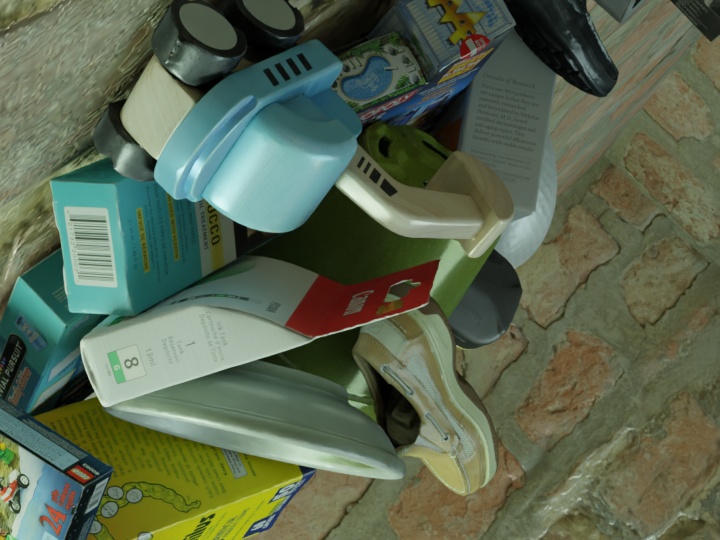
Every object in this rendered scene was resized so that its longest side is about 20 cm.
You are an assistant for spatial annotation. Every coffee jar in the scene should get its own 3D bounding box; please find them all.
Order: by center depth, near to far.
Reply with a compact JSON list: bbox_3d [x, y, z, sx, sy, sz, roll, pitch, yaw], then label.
[{"bbox_3d":[0.044,0.023,1.322,0.199,0.104,0.086,-13,-133,57],"label":"coffee jar"}]

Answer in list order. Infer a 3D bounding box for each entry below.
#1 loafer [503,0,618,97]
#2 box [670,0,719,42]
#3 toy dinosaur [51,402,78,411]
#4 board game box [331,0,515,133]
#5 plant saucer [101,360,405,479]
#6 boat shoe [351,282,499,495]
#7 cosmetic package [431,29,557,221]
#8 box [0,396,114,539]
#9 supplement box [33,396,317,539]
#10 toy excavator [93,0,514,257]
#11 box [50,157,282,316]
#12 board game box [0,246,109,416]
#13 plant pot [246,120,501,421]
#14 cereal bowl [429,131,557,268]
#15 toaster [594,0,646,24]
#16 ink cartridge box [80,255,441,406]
[{"bbox_3d":[0.138,-0.207,1.128,0.070,0.201,0.068,-46,-147,-6],"label":"loafer"},{"bbox_3d":[0.249,-0.297,1.145,0.158,0.200,0.050,-43,179,-6],"label":"box"},{"bbox_3d":[-0.154,0.088,1.180,0.101,0.058,0.200,-46,173,8],"label":"toy dinosaur"},{"bbox_3d":[0.013,-0.139,1.128,0.199,0.062,0.200,-27,171,-36],"label":"board game box"},{"bbox_3d":[-0.064,0.089,0.995,0.200,0.198,0.051,88,14,-80],"label":"plant saucer"},{"bbox_3d":[0.035,0.098,1.056,0.076,0.071,0.201,-51,135,-26],"label":"boat shoe"},{"bbox_3d":[0.107,-0.143,1.229,0.101,0.071,0.202,157,-56,-76],"label":"cosmetic package"},{"bbox_3d":[-0.252,0.179,0.990,0.201,0.136,0.038,-67,165,20],"label":"box"},{"bbox_3d":[-0.151,0.151,1.119,0.199,0.110,0.109,-17,157,-33],"label":"supplement box"},{"bbox_3d":[-0.023,-0.064,0.893,0.100,0.200,0.194,-49,171,34],"label":"toy excavator"},{"bbox_3d":[-0.110,-0.041,0.968,0.200,0.049,0.083,-34,122,-58],"label":"box"},{"bbox_3d":[-0.192,0.034,1.082,0.151,0.047,0.200,-40,171,-40],"label":"board game box"},{"bbox_3d":[0.000,0.000,1.124,0.190,0.200,0.200,-48,172,29],"label":"plant pot"},{"bbox_3d":[0.071,-0.085,1.353,0.083,0.201,0.200,-17,155,-41],"label":"cereal bowl"},{"bbox_3d":[0.239,-0.319,1.282,0.181,0.119,0.200,-43,172,-8],"label":"toaster"},{"bbox_3d":[-0.055,0.016,0.944,0.199,0.050,0.161,-19,-172,9],"label":"ink cartridge box"}]
